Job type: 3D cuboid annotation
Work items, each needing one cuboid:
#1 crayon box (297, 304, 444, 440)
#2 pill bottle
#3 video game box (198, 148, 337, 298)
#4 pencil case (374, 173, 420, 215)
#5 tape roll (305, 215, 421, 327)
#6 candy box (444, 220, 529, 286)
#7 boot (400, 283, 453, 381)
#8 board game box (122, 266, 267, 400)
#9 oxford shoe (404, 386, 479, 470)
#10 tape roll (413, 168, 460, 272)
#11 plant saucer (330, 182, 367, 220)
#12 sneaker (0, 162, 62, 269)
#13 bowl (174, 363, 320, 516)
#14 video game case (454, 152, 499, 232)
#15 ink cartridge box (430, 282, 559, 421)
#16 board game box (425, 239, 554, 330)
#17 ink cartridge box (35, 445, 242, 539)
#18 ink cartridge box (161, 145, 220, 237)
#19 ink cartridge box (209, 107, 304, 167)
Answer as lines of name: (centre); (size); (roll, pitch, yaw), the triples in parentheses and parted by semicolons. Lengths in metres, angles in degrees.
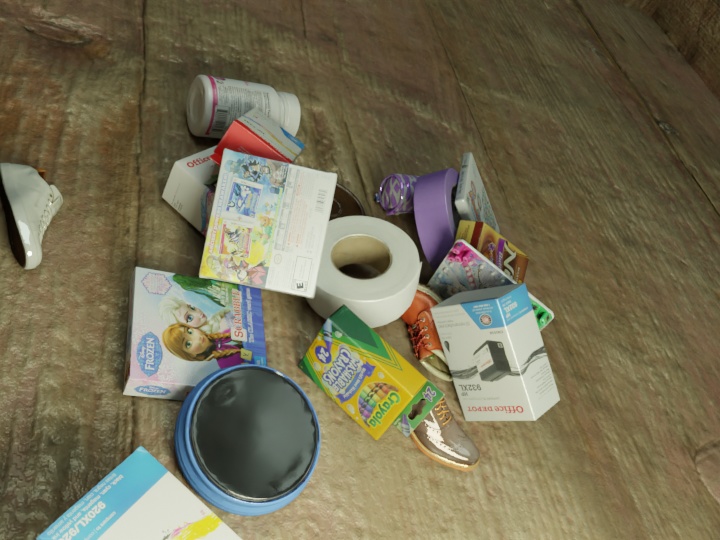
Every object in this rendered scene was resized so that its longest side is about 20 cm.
crayon box: (0.012, 0.163, 1.117); (0.200, 0.126, 0.052); (41, 41, 10)
pill bottle: (-0.224, -0.307, 1.445); (0.198, 0.114, 0.114); (1, 49, -33)
video game box: (-0.144, -0.070, 1.165); (0.180, 0.047, 0.202); (12, 87, -12)
pencil case: (0.133, -0.151, 1.548); (0.198, 0.084, 0.086); (0, 76, -32)
tape roll: (0.000, 0.000, 1.268); (0.200, 0.071, 0.204); (3, 46, -3)
candy box: (0.238, -0.004, 1.383); (0.199, 0.056, 0.118); (27, 75, -51)
boot: (0.112, 0.102, 1.291); (0.200, 0.075, 0.107); (42, 45, 9)
board game box: (-0.237, 0.097, 1.087); (0.198, 0.041, 0.201); (11, 45, -25)
oxford shoe: (0.111, 0.228, 1.158); (0.200, 0.073, 0.071); (39, 40, 7)
tape roll: (0.168, -0.090, 1.433); (0.200, 0.065, 0.202); (-12, 90, -68)
plant saucer: (-0.066, -0.115, 1.422); (0.199, 0.032, 0.201); (17, 43, -16)
sneaker: (-0.473, -0.087, 1.092); (0.084, 0.073, 0.201); (-4, 51, -32)
bowl: (-0.143, 0.218, 0.992); (0.199, 0.039, 0.202); (14, 57, -23)
video game case: (0.235, -0.106, 1.486); (0.183, 0.023, 0.201); (-72, 143, -51)
ink cartridge box: (0.215, 0.134, 1.201); (0.083, 0.144, 0.202); (-24, 98, -43)
board game box: (0.203, 0.068, 1.285); (0.200, 0.200, 0.026); (40, 53, 9)
ink cartridge box: (-0.223, 0.327, 0.783); (0.200, 0.148, 0.145); (39, 40, 8)
ink cartridge box: (-0.214, -0.115, 1.280); (0.200, 0.084, 0.145); (41, 38, 10)
ink cartridge box: (-0.171, -0.202, 1.264); (0.116, 0.067, 0.200); (36, 19, -9)
